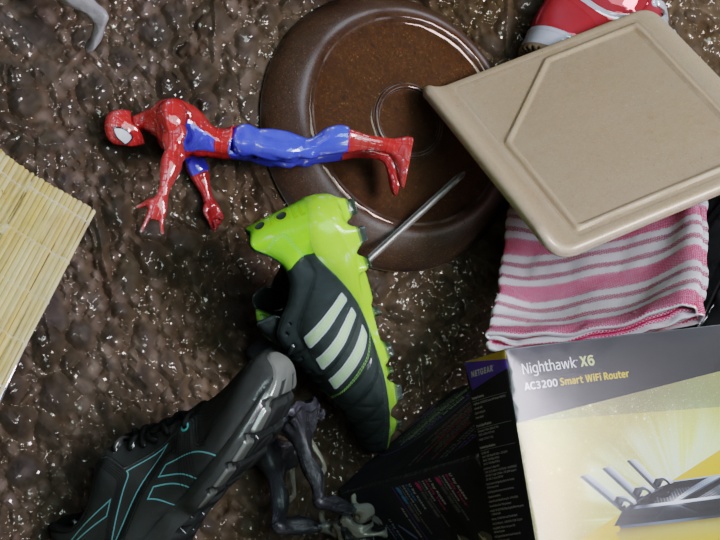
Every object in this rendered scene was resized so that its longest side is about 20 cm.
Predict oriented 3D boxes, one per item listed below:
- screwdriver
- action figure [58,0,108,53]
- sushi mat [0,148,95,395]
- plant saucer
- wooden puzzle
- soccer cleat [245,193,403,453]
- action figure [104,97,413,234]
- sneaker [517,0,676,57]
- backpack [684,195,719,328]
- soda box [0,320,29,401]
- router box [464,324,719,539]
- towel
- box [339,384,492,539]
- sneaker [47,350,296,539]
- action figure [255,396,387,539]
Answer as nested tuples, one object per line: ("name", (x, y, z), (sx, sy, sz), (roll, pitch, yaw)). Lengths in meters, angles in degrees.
("screwdriver", (0.000, 0.000, 1.368), (0.200, 0.029, 0.028), (-41, 65, -20))
("action figure", (-0.190, -0.269, 1.313), (0.194, 0.104, 0.200), (47, 64, -20))
("sushi mat", (-0.229, -0.003, 1.226), (0.095, 0.012, 0.200), (35, 36, -13))
("plant saucer", (0.028, -0.100, 1.416), (0.199, 0.034, 0.202), (6, 76, -26))
("wooden puzzle", (0.167, -0.092, 1.379), (0.199, 0.037, 0.185), (-19, 47, -18))
("soccer cleat", (-0.024, 0.039, 1.313), (0.081, 0.068, 0.201), (-16, 125, -3))
("action figure", (-0.073, -0.057, 1.329), (0.199, 0.065, 0.100), (11, 82, -5))
("sneaker", (0.221, -0.157, 1.501), (0.199, 0.071, 0.113), (30, 70, -15))
("backpack", (0.258, 0.010, 1.421), (0.153, 0.175, 0.201), (48, 64, -33))
("soda box", (-0.303, 0.027, 1.210), (0.199, 0.064, 0.069), (29, 67, -17))
("router box", (0.168, 0.117, 1.196), (0.199, 0.052, 0.158), (-6, 81, -27))
("towel", (0.159, -0.015, 1.358), (0.200, 0.145, 0.030), (-76, 147, -53))
("box", (0.095, 0.136, 1.300), (0.122, 0.200, 0.106), (-39, 96, -27))
("sneaker", (-0.116, 0.119, 1.231), (0.079, 0.075, 0.200), (41, 105, 10))
("action figure", (-0.017, 0.188, 1.288), (0.102, 0.119, 0.201), (-26, 81, -38))
